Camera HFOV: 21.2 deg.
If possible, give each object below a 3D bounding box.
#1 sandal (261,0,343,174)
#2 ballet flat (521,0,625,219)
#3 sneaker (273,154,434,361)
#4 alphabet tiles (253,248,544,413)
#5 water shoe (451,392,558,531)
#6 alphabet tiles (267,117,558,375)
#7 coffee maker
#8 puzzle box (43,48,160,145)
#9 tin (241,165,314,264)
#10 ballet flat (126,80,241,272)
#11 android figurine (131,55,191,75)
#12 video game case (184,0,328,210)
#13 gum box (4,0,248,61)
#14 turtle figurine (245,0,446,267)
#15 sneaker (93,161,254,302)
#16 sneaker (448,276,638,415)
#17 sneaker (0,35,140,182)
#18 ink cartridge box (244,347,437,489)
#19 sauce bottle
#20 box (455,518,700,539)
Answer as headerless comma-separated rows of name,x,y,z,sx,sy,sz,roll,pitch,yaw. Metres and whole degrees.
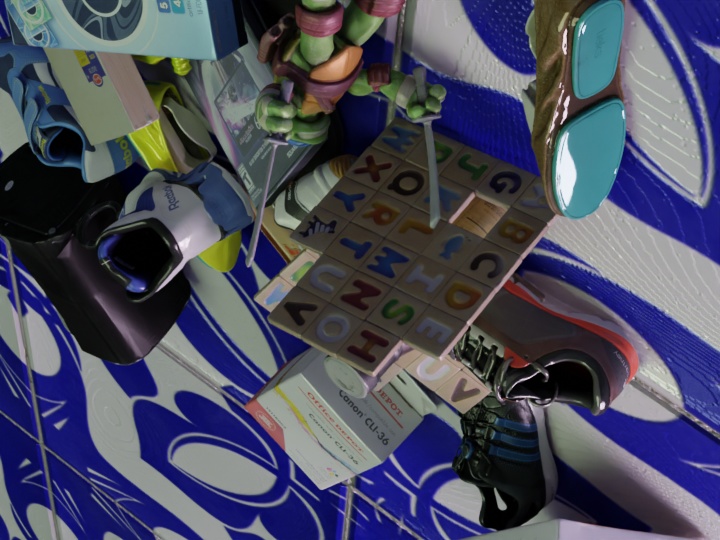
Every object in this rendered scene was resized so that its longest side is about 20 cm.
sandal,-0.058,-0.145,1.513,0.075,0.045,0.200,29,149,27
ballet flat,0.136,-0.124,1.273,0.072,0.068,0.200,50,160,37
sneaker,0.000,0.000,1.562,0.087,0.076,0.200,-25,114,13
alphabet tiles,0.042,0.032,1.530,0.200,0.008,0.167,38,121,-18
water shoe,0.115,0.146,1.638,0.071,0.079,0.200,14,139,44
alphabet tiles,0.031,-0.016,1.388,0.167,0.200,0.008,26,153,32
coffee maker,-0.255,-0.005,1.847,0.192,0.135,0.200,48,172,45
puzzle box,-0.225,-0.173,1.605,0.133,0.025,0.200,65,164,-9
tin,-0.023,-0.018,1.648,0.200,0.042,0.112,53,147,-15
ballet flat,-0.146,-0.084,1.705,0.067,0.067,0.200,-14,118,32
android figurine,-0.178,-0.247,1.507,0.182,0.041,0.201,21,134,50
video game case,-0.101,-0.160,1.516,0.200,0.019,0.143,61,153,7
gum box,-0.187,-0.247,1.425,0.199,0.045,0.170,9,120,32
turtle figurine,0.000,-0.129,1.333,0.143,0.200,0.194,6,134,-10
sneaker,-0.181,-0.030,1.620,0.081,0.115,0.199,58,154,-9
sneaker,0.110,0.058,1.472,0.199,0.082,0.077,15,129,15
sneaker,-0.284,-0.149,1.775,0.200,0.082,0.074,32,151,26
ink cartridge box,-0.020,0.129,1.808,0.117,0.068,0.200,47,152,-4
sauce bottle,0.049,0.013,1.418,0.066,0.200,0.066,34,152,20
box,0.178,0.282,1.636,0.152,0.107,0.200,11,163,-24
